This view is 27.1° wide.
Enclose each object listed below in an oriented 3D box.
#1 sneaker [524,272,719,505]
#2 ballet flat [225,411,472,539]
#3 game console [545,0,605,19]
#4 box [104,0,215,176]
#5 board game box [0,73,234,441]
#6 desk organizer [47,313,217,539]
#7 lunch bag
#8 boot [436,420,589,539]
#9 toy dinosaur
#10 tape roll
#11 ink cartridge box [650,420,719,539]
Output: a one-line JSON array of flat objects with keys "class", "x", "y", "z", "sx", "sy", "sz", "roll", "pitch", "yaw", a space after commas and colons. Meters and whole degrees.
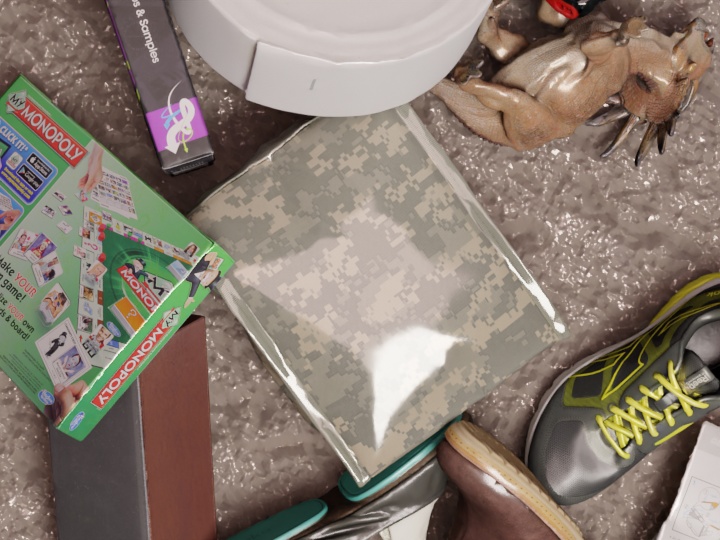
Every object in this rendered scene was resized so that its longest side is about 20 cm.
[{"class": "sneaker", "x": 0.185, "y": 0.073, "z": 0.953, "sx": 0.200, "sy": 0.085, "sz": 0.075, "roll": -44, "pitch": 95, "yaw": -4}, {"class": "ballet flat", "x": -0.005, "y": 0.161, "z": 0.946, "sx": 0.199, "sy": 0.068, "sz": 0.069, "roll": -31, "pitch": 106, "yaw": -3}, {"class": "game console", "x": 0.156, "y": -0.264, "z": 0.924, "sx": 0.199, "sy": 0.031, "sz": 0.177, "roll": -36, "pitch": 64, "yaw": -4}, {"class": "box", "x": -0.132, "y": -0.156, "z": 0.879, "sx": 0.036, "sy": 0.143, "sz": 0.202, "roll": -17, "pitch": 93, "yaw": -4}, {"class": "board game box", "x": -0.183, "y": -0.013, "z": 0.876, "sx": 0.135, "sy": 0.029, "sz": 0.200, "roll": -49, "pitch": 58, "yaw": -3}, {"class": "desk organizer", "x": -0.138, "y": 0.127, "z": 0.919, "sx": 0.071, "sy": 0.077, "sz": 0.202, "roll": 7, "pitch": 109, "yaw": 26}, {"class": "lunch bag", "x": 0.000, "y": 0.000, "z": 0.913, "sx": 0.163, "sy": 0.118, "sz": 0.201, "roll": -36, "pitch": 100, "yaw": -4}, {"class": "boot", "x": 0.063, "y": 0.202, "z": 0.922, "sx": 0.166, "sy": 0.072, "sz": 0.200, "roll": -41, "pitch": 124, "yaw": 0}, {"class": "toy dinosaur", "x": 0.129, "y": -0.114, "z": 0.948, "sx": 0.198, "sy": 0.136, "sz": 0.086, "roll": -17, "pitch": 50, "yaw": 14}, {"class": "tape roll", "x": -0.016, "y": -0.192, "z": 0.860, "sx": 0.200, "sy": 0.071, "sz": 0.204, "roll": 4, "pitch": 71, "yaw": -10}, {"class": "ink cartridge box", "x": 0.254, "y": 0.220, "z": 0.989, "sx": 0.160, "sy": 0.050, "sz": 0.202, "roll": 22, "pitch": 85, "yaw": -7}]
